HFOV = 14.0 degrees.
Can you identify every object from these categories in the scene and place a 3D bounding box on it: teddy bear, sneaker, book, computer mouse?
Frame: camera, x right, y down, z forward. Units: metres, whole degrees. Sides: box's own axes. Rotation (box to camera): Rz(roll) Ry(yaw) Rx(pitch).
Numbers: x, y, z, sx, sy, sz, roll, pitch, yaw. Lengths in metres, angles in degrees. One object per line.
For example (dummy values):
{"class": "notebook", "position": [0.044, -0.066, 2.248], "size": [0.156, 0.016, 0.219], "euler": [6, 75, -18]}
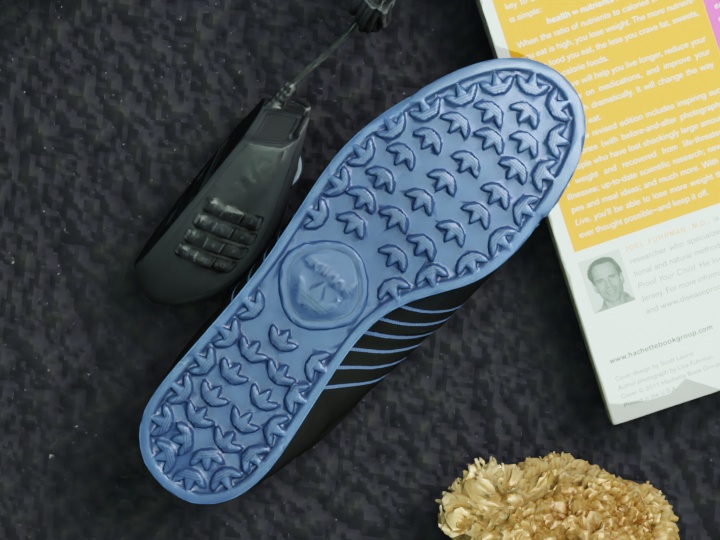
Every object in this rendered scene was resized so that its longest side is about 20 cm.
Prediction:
{"class": "teddy bear", "position": [0.059, 0.168, 1.052], "size": [0.145, 0.067, 0.200], "euler": [32, 95, -2]}
{"class": "sneaker", "position": [0.000, 0.000, 1.035], "size": [0.200, 0.078, 0.070], "euler": [-43, 91, 7]}
{"class": "book", "position": [0.122, -0.061, 1.046], "size": [0.133, 0.048, 0.201], "euler": [-18, 95, 2]}
{"class": "computer mouse", "position": [-0.012, -0.060, 1.027], "size": [0.034, 0.059, 0.200], "euler": [37, 113, -7]}
